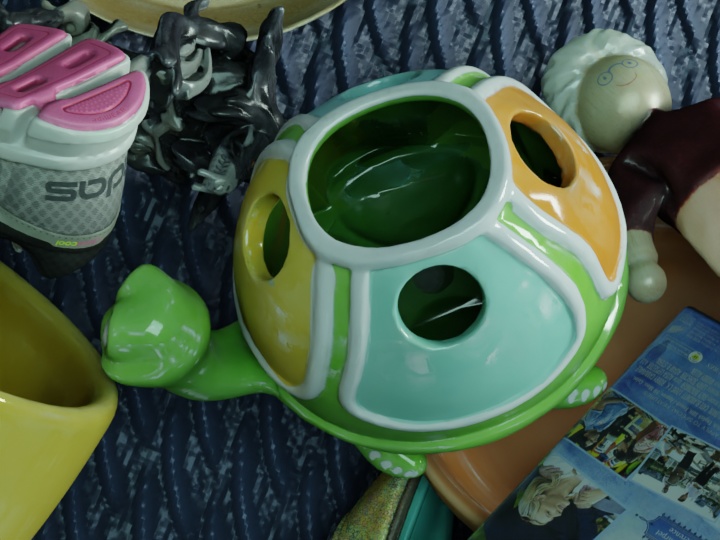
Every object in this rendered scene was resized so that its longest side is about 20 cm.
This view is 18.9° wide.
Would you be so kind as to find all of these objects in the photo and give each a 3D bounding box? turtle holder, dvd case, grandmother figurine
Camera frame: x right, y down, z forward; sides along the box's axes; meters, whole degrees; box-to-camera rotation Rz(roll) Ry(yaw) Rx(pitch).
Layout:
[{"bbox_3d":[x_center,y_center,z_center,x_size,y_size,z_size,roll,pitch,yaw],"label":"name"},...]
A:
[{"bbox_3d":[0.005,-0.010,0.808,0.185,0.132,0.141,6,69,13],"label":"turtle holder"},{"bbox_3d":[0.114,0.111,0.781,0.142,0.018,0.200,31,63,33],"label":"dvd case"},{"bbox_3d":[0.146,-0.033,0.855,0.121,0.200,0.061,-23,138,-28],"label":"grandmother figurine"}]

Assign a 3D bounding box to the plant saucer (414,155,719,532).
[{"bbox_3d":[0.113,0.042,0.874,0.199,0.038,0.201,-3,54,5],"label":"plant saucer"}]

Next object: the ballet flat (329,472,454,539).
[{"bbox_3d":[-0.006,0.164,0.880,0.070,0.071,0.201,8,84,-11],"label":"ballet flat"}]

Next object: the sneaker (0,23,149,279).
[{"bbox_3d":[-0.167,-0.047,0.767,0.199,0.074,0.088,14,125,16],"label":"sneaker"}]

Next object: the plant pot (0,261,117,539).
[{"bbox_3d":[-0.219,0.070,0.780,0.200,0.201,0.189,34,98,-9],"label":"plant pot"}]

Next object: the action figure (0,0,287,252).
[{"bbox_3d":[-0.104,-0.061,0.840,0.199,0.119,0.102,20,43,-6],"label":"action figure"}]

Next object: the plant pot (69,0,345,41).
[{"bbox_3d":[-0.066,-0.191,0.895,0.199,0.027,0.201,0,88,-11],"label":"plant pot"}]
